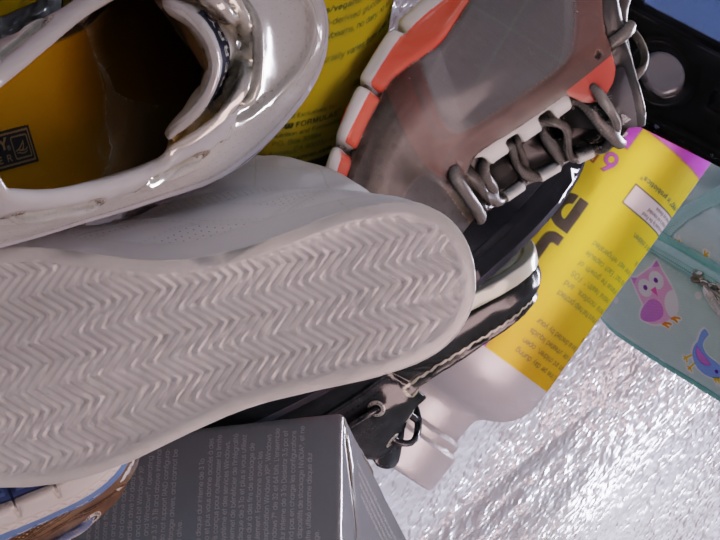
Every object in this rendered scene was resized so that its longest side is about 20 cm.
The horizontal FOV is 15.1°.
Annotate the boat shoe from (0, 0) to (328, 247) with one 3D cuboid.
[{"bbox_3d":[-0.060,-0.054,0.766,0.200,0.070,0.071,-25,99,-51],"label":"boat shoe"}]

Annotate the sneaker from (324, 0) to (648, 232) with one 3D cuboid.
[{"bbox_3d":[0.053,-0.059,0.922,0.200,0.082,0.077,-60,164,-11],"label":"sneaker"}]

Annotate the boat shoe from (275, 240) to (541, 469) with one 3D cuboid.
[{"bbox_3d":[-0.010,0.054,1.079,0.199,0.075,0.066,-29,109,2],"label":"boat shoe"}]

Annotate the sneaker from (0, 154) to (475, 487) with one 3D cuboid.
[{"bbox_3d":[-0.076,0.012,0.832,0.200,0.116,0.074,-9,102,-14],"label":"sneaker"}]

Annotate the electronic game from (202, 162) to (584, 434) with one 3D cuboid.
[{"bbox_3d":[0.000,0.000,1.031,0.200,0.200,0.042,-40,105,-22],"label":"electronic game"}]

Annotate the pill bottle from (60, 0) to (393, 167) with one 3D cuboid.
[{"bbox_3d":[-0.040,-0.125,0.899,0.112,0.112,0.200,-25,137,-39],"label":"pill bottle"}]

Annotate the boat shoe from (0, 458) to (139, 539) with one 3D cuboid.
[{"bbox_3d":[-0.164,0.093,0.883,0.200,0.072,0.072,-18,148,-5],"label":"boat shoe"}]

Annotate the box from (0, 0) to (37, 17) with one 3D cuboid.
[{"bbox_3d":[-0.095,-0.126,0.781,0.200,0.064,0.070,-24,138,6],"label":"box"}]

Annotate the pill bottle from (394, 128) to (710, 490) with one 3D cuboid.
[{"bbox_3d":[0.059,-0.008,1.151,0.200,0.104,0.104,-55,149,0],"label":"pill bottle"}]

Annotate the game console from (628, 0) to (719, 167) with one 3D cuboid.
[{"bbox_3d":[0.156,-0.160,1.071,0.200,0.172,0.119,-66,-174,-21],"label":"game console"}]

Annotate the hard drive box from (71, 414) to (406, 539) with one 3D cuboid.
[{"bbox_3d":[-0.084,0.131,1.008,0.156,0.200,0.077,65,22,-54],"label":"hard drive box"}]

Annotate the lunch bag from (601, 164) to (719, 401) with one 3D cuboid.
[{"bbox_3d":[0.215,-0.007,1.316,0.200,0.160,0.077,-29,146,-45],"label":"lunch bag"}]
